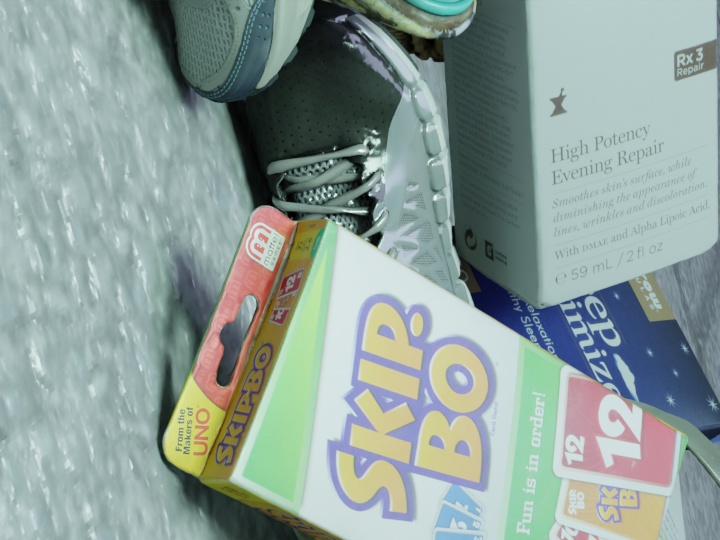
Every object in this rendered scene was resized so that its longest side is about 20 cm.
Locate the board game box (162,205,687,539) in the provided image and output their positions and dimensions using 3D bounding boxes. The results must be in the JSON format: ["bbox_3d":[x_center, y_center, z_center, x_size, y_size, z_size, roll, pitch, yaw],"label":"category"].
[{"bbox_3d":[0.028,0.061,0.711,0.199,0.030,0.096,30,71,-27],"label":"board game box"}]

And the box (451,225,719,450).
[{"bbox_3d":[0.103,0.033,0.958,0.199,0.032,0.122,-4,63,-49],"label":"box"}]

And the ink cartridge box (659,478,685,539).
[{"bbox_3d":[0.110,0.144,1.013,0.145,0.084,0.201,59,25,-44],"label":"ink cartridge box"}]

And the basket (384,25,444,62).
[{"bbox_3d":[0.022,-0.202,0.956,0.148,0.143,0.201,7,59,-35],"label":"basket"}]

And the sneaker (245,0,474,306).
[{"bbox_3d":[0.000,0.000,0.788,0.116,0.074,0.201,-75,149,-53],"label":"sneaker"}]

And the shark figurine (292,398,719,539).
[{"bbox_3d":[0.040,0.095,0.795,0.128,0.214,0.089,51,-23,-5],"label":"shark figurine"}]

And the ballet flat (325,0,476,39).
[{"bbox_3d":[-0.022,-0.151,0.773,0.201,0.072,0.072,59,10,22],"label":"ballet flat"}]

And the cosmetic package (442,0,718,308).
[{"bbox_3d":[0.092,-0.098,0.858,0.074,0.101,0.201,35,-43,52],"label":"cosmetic package"}]

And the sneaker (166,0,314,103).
[{"bbox_3d":[-0.072,-0.147,0.697,0.086,0.077,0.201,-28,125,-34],"label":"sneaker"}]
